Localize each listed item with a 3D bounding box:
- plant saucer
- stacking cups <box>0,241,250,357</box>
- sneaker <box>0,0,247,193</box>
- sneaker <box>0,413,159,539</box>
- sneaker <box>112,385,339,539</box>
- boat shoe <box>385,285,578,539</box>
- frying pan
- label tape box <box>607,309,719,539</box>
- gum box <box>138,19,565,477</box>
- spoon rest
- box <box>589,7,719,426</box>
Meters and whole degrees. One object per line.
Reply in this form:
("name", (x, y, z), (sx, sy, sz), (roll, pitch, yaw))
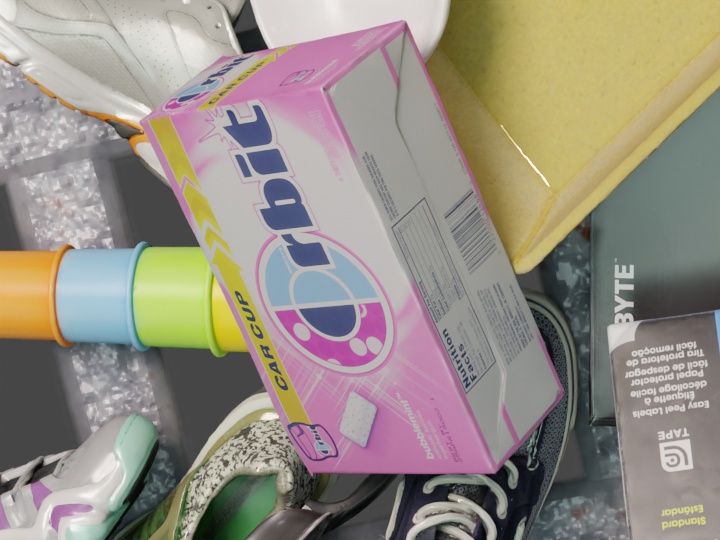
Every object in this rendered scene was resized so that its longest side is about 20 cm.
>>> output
("plant saucer", (0.087, -0.134, 0.907), (0.200, 0.048, 0.200), (-45, 68, 26))
("stacking cups", (-0.123, 0.016, 1.005), (0.199, 0.061, 0.061), (-1, 101, 13))
("sneaker", (-0.104, -0.110, 0.973), (0.200, 0.076, 0.092), (36, 97, -7))
("sneaker", (-0.203, 0.118, 1.023), (0.140, 0.078, 0.200), (40, 103, -1))
("sneaker", (-0.086, 0.145, 1.004), (0.077, 0.089, 0.200), (35, 104, 1))
("boat shoe", (0.053, 0.111, 0.974), (0.074, 0.093, 0.201), (15, 103, 6))
("frying pan", (-0.031, 0.124, 0.935), (0.031, 0.115, 0.190), (38, 65, 7))
("label tape box", (0.189, 0.114, 0.872), (0.144, 0.063, 0.201), (-9, 65, 12))
("gum box", (0.000, 0.000, 0.906), (0.113, 0.066, 0.201), (-6, 116, 43))
("spoon rest", (-0.027, -0.168, 0.915), (0.099, 0.061, 0.201), (-35, 73, 30))
("box", (0.205, -0.026, 0.949), (0.197, 0.050, 0.201), (1, 100, 8))
